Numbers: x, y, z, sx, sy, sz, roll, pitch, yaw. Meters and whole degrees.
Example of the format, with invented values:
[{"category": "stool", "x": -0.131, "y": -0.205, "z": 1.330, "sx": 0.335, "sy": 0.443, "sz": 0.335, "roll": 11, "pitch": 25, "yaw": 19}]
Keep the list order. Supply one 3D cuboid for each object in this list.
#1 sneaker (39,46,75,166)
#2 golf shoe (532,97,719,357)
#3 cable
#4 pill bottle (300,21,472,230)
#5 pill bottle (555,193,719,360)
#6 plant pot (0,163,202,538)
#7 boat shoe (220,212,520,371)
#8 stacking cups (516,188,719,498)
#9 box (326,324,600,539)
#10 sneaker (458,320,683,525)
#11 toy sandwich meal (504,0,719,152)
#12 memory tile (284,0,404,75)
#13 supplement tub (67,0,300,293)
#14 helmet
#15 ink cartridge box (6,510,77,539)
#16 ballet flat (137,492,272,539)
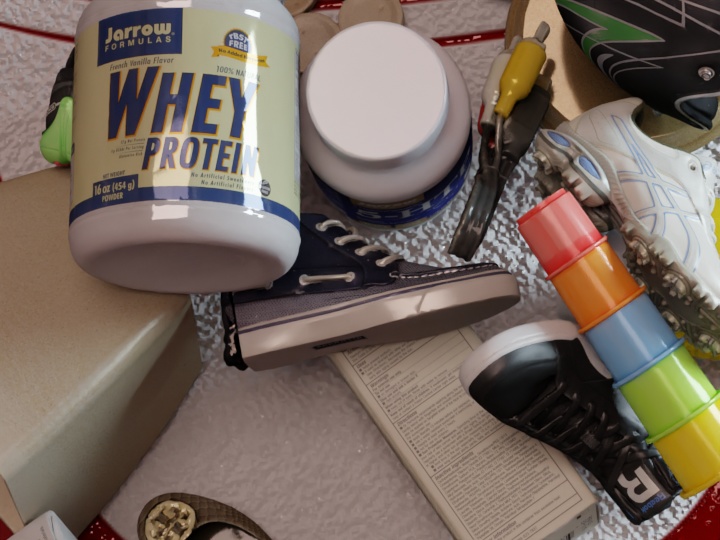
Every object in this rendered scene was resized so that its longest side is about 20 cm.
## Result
[{"category": "sneaker", "x": -0.161, "y": -0.127, "z": 1.329, "sx": 0.076, "sy": 0.200, "sz": 0.084, "roll": 9, "pitch": 108, "yaw": 9}, {"category": "golf shoe", "x": 0.199, "y": -0.034, "z": 1.196, "sx": 0.097, "sy": 0.078, "sz": 0.200, "roll": -34, "pitch": 67, "yaw": -13}, {"category": "cable", "x": 0.081, "y": -0.076, "z": 1.274, "sx": 0.050, "sy": 0.097, "sz": 0.200, "roll": 31, "pitch": 52, "yaw": -2}, {"category": "pill bottle", "x": 0.016, "y": -0.099, "z": 1.286, "sx": 0.119, "sy": 0.200, "sz": 0.120, "roll": -1, "pitch": 83, "yaw": 4}, {"category": "pill bottle", "x": 0.235, "y": 0.004, "z": 1.273, "sx": 0.199, "sy": 0.111, "sz": 0.112, "roll": 6, "pitch": 73, "yaw": 12}, {"category": "plant pot", "x": -0.220, "y": 0.049, "z": 1.299, "sx": 0.177, "sy": 0.200, "sz": 0.200, "roll": -39, "pitch": 70, "yaw": -18}, {"category": "boat shoe", "x": 0.000, "y": 0.000, "z": 1.247, "sx": 0.199, "sy": 0.075, "sz": 0.093, "roll": -12, "pitch": 75, "yaw": 4}, {"category": "stacking cups", "x": 0.164, "y": 0.043, "z": 1.174, "sx": 0.060, "sy": 0.061, "sz": 0.200, "roll": -35, "pitch": 84, "yaw": -3}, {"category": "box", "x": 0.067, "y": 0.108, "z": 1.283, "sx": 0.095, "sy": 0.078, "sz": 0.200, "roll": -33, "pitch": 70, "yaw": -3}, {"category": "sneaker", "x": 0.152, "y": 0.101, "z": 1.200, "sx": 0.073, "sy": 0.200, "sz": 0.112, "roll": -45, "pitch": 55, "yaw": 23}, {"category": "toy sandwich meal", "x": 0.199, "y": -0.167, "z": 1.362, "sx": 0.204, "sy": 0.070, "sz": 0.206, "roll": -2, "pitch": 78, "yaw": 9}, {"category": "memory tile", "x": -0.059, "y": -0.157, "z": 1.423, "sx": 0.199, "sy": 0.017, "sz": 0.154, "roll": -24, "pitch": 70, "yaw": 1}, {"category": "supplement tub", "x": -0.109, "y": -0.097, "z": 1.199, "sx": 0.144, "sy": 0.145, "sz": 0.201, "roll": -3, "pitch": 75, "yaw": 8}, {"category": "helmet", "x": 0.217, "y": -0.198, "z": 1.228, "sx": 0.199, "sy": 0.191, "sz": 0.201, "roll": -2, "pitch": 77, "yaw": 9}, {"category": "ink cartridge box", "x": -0.237, "y": 0.276, "z": 1.235, "sx": 0.200, "sy": 0.146, "sz": 0.085, "roll": -35, "pitch": 35, "yaw": -2}, {"category": "ballet flat", "x": -0.071, "y": 0.213, "z": 1.288, "sx": 0.200, "sy": 0.046, "sz": 0.067, "roll": 35, "pitch": 80, "yaw": 18}]
